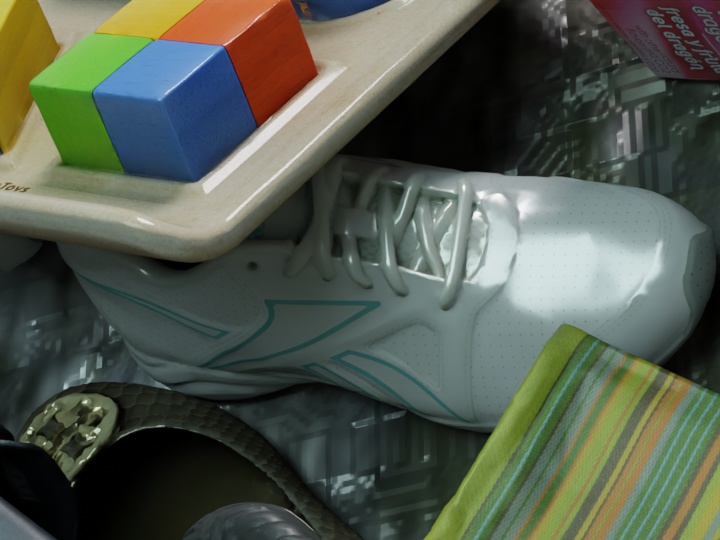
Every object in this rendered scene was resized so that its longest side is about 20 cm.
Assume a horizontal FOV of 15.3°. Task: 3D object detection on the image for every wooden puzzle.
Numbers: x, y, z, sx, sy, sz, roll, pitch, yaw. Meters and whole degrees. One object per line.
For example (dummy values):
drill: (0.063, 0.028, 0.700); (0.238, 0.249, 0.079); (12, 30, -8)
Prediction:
wooden puzzle: (-0.056, -0.074, 0.772); (0.185, 0.046, 0.200); (8, 37, 43)

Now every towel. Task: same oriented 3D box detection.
towel: (0.110, 0.085, 0.650); (0.200, 0.018, 0.086); (24, 79, 29)

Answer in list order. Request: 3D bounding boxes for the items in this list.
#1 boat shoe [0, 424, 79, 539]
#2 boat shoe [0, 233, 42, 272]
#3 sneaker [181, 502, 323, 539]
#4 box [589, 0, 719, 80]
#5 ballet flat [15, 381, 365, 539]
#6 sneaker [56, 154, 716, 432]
boat shoe: (-0.111, 0.070, 0.741); (0.062, 0.075, 0.200); (-42, 55, -9)
boat shoe: (-0.129, -0.085, 0.889); (0.068, 0.072, 0.200); (-34, 42, 11)
sneaker: (0.023, 0.133, 0.641); (0.200, 0.076, 0.075); (44, 104, 28)
box: (0.087, -0.137, 0.691); (0.095, 0.200, 0.100); (6, 67, 36)
ballet flat: (-0.036, 0.081, 0.744); (0.200, 0.046, 0.067); (35, 84, 40)
sneaker: (0.000, 0.000, 0.748); (0.200, 0.080, 0.071); (-2, 62, 30)
